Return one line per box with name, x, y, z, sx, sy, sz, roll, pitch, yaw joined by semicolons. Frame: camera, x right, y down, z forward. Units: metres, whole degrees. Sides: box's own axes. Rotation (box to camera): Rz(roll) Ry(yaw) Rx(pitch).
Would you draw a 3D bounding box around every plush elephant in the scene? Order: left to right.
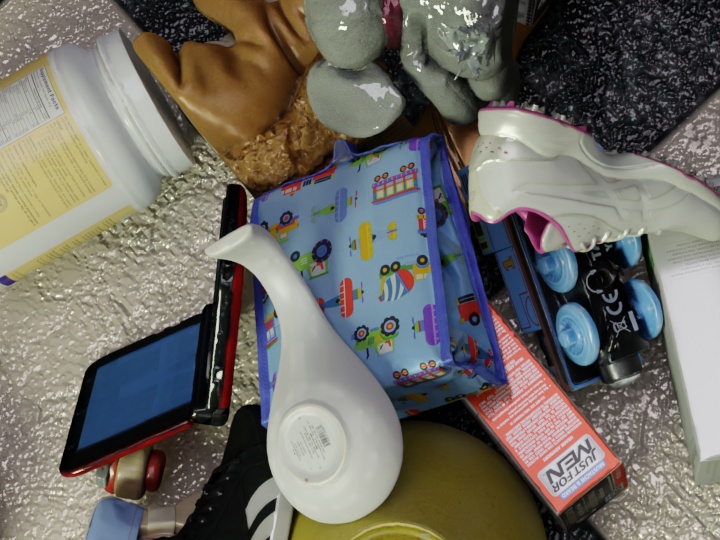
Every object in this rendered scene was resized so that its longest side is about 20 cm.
plush elephant;0.031;-0.180;1.154;0.153;0.200;0.166;9;111;13

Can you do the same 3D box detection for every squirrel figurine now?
squirrel figurine;-0.045;-0.157;1.280;0.186;0.142;0.200;-40;64;-3

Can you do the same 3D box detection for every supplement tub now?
supplement tub;-0.247;-0.089;1.306;0.199;0.145;0.146;-29;71;1

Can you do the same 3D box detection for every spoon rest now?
spoon rest;-0.036;0.067;1.077;0.099;0.061;0.201;-26;81;24

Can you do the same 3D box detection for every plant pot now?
plant pot;0.029;0.209;1.121;0.198;0.142;0.202;0;91;6

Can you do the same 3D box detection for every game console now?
game console;-0.148;0.038;1.211;0.118;0.200;0.174;5;110;-5

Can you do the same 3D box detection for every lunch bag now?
lunch bag;0.000;0.000;1.154;0.150;0.094;0.202;-20;68;24

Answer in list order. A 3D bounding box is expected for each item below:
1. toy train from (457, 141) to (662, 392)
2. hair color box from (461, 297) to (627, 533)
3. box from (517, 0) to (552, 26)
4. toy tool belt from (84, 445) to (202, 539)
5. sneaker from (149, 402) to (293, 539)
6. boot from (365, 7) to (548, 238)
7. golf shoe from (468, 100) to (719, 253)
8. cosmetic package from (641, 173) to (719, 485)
toy train;0.147;-0.009;1.202;0.086;0.114;0.202;-19;88;-25
hair color box;0.108;0.090;1.204;0.064;0.111;0.200;-37;71;-1
box;0.096;-0.299;1.314;0.199;0.048;0.193;28;57;18
toy tool belt;-0.143;0.220;1.212;0.122;0.125;0.201;10;55;0
sneaker;-0.108;0.174;1.117;0.111;0.073;0.202;16;59;-25
boot;0.105;-0.116;1.294;0.201;0.071;0.144;-38;77;1
golf shoe;0.159;-0.046;1.120;0.199;0.075;0.092;19;86;-15
cosmetic package;0.261;0.043;1.190;0.084;0.108;0.202;-11;71;6
